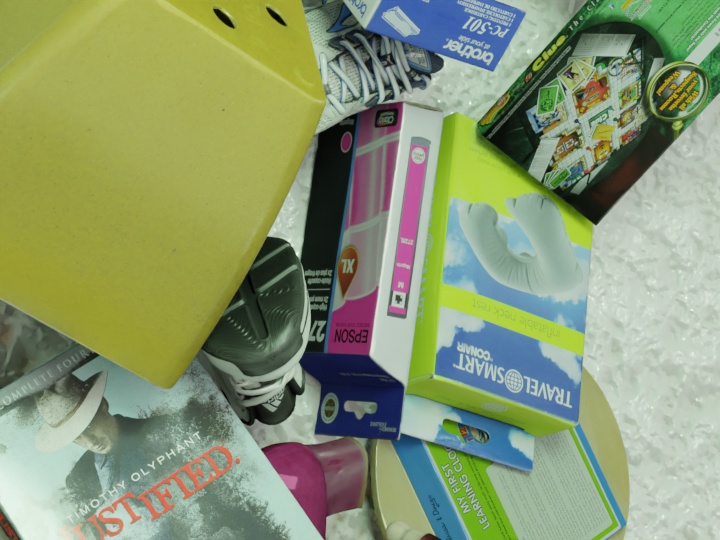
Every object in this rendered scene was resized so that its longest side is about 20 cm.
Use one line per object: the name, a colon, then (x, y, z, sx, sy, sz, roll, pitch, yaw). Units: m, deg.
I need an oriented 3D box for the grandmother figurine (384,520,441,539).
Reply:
grandmother figurine: (0.051, 0.199, 1.486, 0.061, 0.200, 0.121, -46, 114, -32)

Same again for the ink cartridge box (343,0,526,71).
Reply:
ink cartridge box: (0.013, -0.193, 1.478, 0.094, 0.200, 0.044, 15, 116, -32)

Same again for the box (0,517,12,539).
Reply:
box: (-0.204, 0.159, 1.390, 0.200, 0.082, 0.068, -43, 110, -29)

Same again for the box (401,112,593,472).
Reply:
box: (0.084, 0.014, 1.584, 0.122, 0.048, 0.201, 19, 66, -32)

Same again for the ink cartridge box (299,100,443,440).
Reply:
ink cartridge box: (0.000, 0.000, 1.521, 0.037, 0.095, 0.201, 9, 84, -33)

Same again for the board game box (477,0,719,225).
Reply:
board game box: (0.176, -0.131, 1.565, 0.105, 0.023, 0.200, 38, 104, -22)

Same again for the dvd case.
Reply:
dvd case: (-0.114, 0.132, 1.367, 0.146, 0.022, 0.200, -31, 81, -26)

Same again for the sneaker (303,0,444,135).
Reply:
sneaker: (0.000, -0.130, 1.484, 0.200, 0.085, 0.077, -46, 128, -54)

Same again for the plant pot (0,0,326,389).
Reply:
plant pot: (-0.131, -0.096, 1.333, 0.200, 0.200, 0.176, 31, 116, -29)

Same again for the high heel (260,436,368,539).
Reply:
high heel: (-0.050, 0.194, 1.482, 0.096, 0.067, 0.201, -8, 107, -44)

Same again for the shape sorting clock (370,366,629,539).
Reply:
shape sorting clock: (0.090, 0.133, 1.611, 0.200, 0.039, 0.201, 10, 73, -35)

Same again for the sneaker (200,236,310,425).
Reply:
sneaker: (-0.052, 0.043, 1.431, 0.076, 0.201, 0.116, -31, 113, -5)
